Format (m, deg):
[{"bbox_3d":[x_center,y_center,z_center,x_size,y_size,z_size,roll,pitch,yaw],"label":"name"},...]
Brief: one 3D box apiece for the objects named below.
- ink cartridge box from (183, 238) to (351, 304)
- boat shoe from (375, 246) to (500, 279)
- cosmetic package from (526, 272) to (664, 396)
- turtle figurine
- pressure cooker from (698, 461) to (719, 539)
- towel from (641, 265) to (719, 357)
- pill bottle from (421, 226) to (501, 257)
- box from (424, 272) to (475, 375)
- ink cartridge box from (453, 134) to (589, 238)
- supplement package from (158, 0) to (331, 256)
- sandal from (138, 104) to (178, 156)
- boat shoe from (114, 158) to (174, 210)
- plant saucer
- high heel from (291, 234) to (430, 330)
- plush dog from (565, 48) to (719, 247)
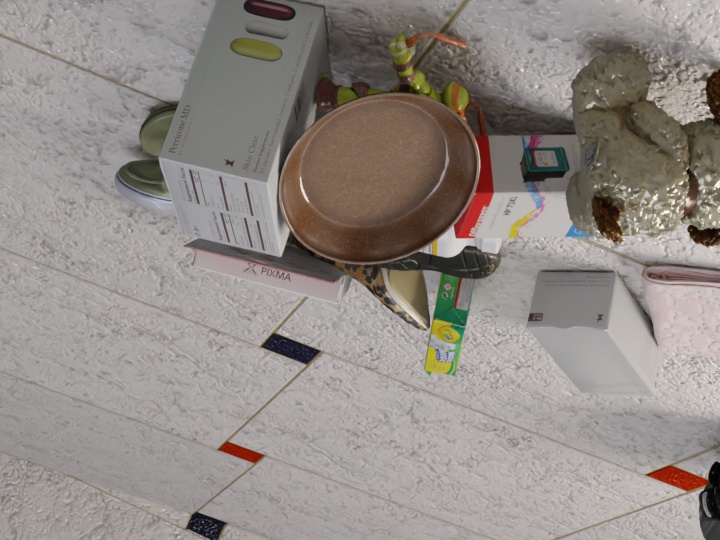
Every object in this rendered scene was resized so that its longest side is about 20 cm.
[{"bbox_3d":[-0.117,-0.002,1.870,0.197,0.045,0.176,14,-169,5],"label":"ink cartridge box"},{"bbox_3d":[0.067,-0.045,1.718,0.197,0.075,0.076,11,148,-4],"label":"boat shoe"},{"bbox_3d":[0.298,0.081,1.844,0.112,0.082,0.200,2,151,30],"label":"cosmetic package"},{"bbox_3d":[0.045,-0.159,1.470,0.159,0.065,0.200,-5,152,21],"label":"turtle figurine"},{"bbox_3d":[0.575,0.329,2.089,0.178,0.176,0.201,36,161,17],"label":"pressure cooker"},{"bbox_3d":[0.438,0.058,1.761,0.188,0.033,0.200,7,154,21],"label":"towel"},{"bbox_3d":[0.062,-0.075,1.622,0.197,0.105,0.105,12,157,8],"label":"pill bottle"},{"bbox_3d":[0.115,0.053,1.853,0.048,0.119,0.200,12,157,2],"label":"box"},{"bbox_3d":[0.160,-0.085,1.511,0.197,0.068,0.116,-2,158,-6],"label":"ink cartridge box"},{"bbox_3d":[-0.108,-0.146,1.455,0.109,0.202,0.156,12,155,8],"label":"supplement package"},{"bbox_3d":[-0.171,-0.145,1.679,0.198,0.058,0.080,4,154,27],"label":"sandal"},{"bbox_3d":[-0.204,-0.112,1.783,0.197,0.072,0.063,8,131,10],"label":"boat shoe"},{"bbox_3d":[0.016,-0.094,1.416,0.197,0.037,0.202,-7,131,-9],"label":"plant saucer"},{"bbox_3d":[0.000,0.000,1.806,0.142,0.071,0.201,-24,101,51],"label":"high heel"},{"bbox_3d":[0.286,-0.090,1.352,0.169,0.161,0.202,-6,127,-2],"label":"plush dog"}]
